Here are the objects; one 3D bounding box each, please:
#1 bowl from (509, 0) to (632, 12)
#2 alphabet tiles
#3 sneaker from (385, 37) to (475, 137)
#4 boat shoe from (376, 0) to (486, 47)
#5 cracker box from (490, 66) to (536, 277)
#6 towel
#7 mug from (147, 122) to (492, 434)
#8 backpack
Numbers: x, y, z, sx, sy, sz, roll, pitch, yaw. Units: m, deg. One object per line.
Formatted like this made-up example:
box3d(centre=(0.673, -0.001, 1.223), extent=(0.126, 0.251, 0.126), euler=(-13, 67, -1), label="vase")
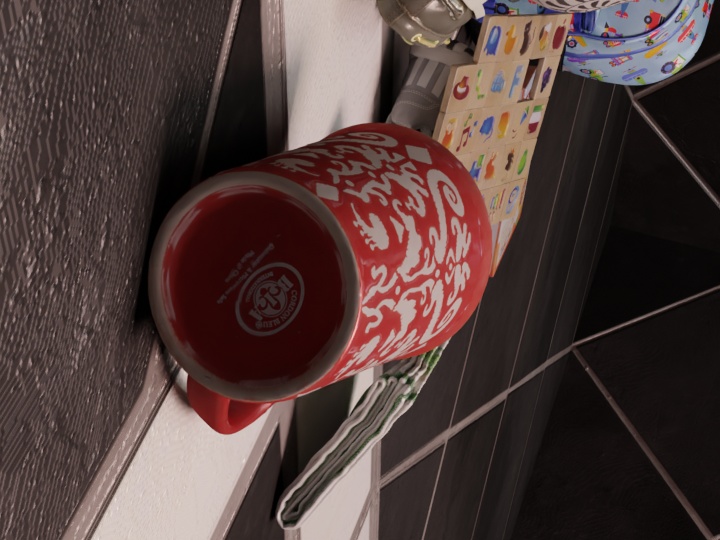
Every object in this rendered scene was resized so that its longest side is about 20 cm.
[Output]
box3d(centre=(0.128, -0.261, 1.162), extent=(0.201, 0.094, 0.202), euler=(49, 21, -26), label="bowl")
box3d(centre=(0.097, -0.106, 1.154), extent=(0.199, 0.007, 0.169), euler=(-18, 126, -61), label="alphabet tiles")
box3d(centre=(0.046, -0.075, 1.168), extent=(0.116, 0.074, 0.201), euler=(-61, 156, -24), label="sneaker")
box3d(centre=(0.042, -0.181, 1.022), extent=(0.060, 0.072, 0.202), euler=(-36, -175, 7), label="boat shoe")
box3d(centre=(0.131, -0.115, 1.507), extent=(0.134, 0.057, 0.202), euler=(-58, 159, -57), label="cracker box")
box3d(centre=(0.007, 0.100, 1.161), extent=(0.149, 0.031, 0.200), euler=(-49, 180, 22), label="towel")
box3d(centre=(-0.022, 0.017, 0.808), extent=(0.200, 0.132, 0.180), euler=(-21, 123, -71), label="mug")
box3d(centre=(0.202, -0.256, 1.331), extent=(0.135, 0.198, 0.185), euler=(53, 54, -75), label="backpack")
